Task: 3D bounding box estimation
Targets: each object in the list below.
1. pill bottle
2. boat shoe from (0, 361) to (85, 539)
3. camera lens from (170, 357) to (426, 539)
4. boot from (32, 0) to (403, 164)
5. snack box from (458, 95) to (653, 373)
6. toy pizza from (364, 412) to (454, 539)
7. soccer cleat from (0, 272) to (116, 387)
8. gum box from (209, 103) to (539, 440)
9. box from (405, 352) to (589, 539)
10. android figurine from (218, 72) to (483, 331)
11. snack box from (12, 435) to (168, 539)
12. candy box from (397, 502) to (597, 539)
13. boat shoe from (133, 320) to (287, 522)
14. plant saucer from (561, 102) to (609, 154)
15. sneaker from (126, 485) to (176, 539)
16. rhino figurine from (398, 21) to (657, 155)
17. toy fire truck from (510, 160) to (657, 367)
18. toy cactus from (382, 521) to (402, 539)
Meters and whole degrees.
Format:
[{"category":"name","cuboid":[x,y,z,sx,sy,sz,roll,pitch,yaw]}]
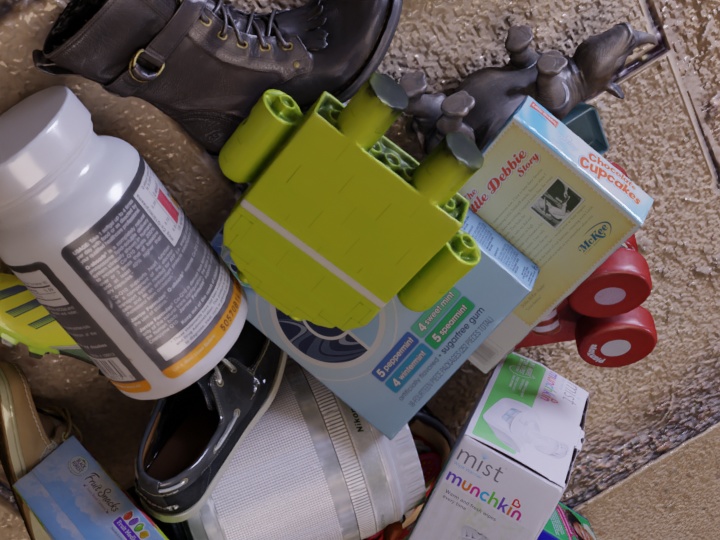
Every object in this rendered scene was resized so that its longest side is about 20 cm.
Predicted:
[{"category":"pill bottle","cuboid":[-0.172,-0.017,0.827,0.116,0.117,0.201,-31,120,6]},{"category":"boat shoe","cuboid":[-0.256,0.143,0.990,0.066,0.074,0.201,-22,137,-21]},{"category":"camera lens","cuboid":[-0.064,0.160,1.012,0.198,0.160,0.161,-19,135,-9]},{"category":"boot","cuboid":[-0.088,-0.157,0.785,0.200,0.070,0.174,-40,133,17]},{"category":"snack box","cuboid":[0.107,-0.020,0.904,0.116,0.037,0.200,39,132,-1]},{"category":"toy pizza","cuboid":[0.001,0.210,1.178,0.198,0.032,0.201,-12,134,-13]},{"category":"soccer cleat","cuboid":[-0.214,0.029,0.919,0.199,0.065,0.084,25,88,-32]},{"category":"gum box","cuboid":[0.000,0.000,0.896,0.200,0.045,0.170,40,118,-1]},{"category":"box","cuboid":[0.114,0.193,1.068,0.096,0.200,0.178,27,113,7]},{"category":"android figurine","cuboid":[-0.012,-0.036,0.819,0.181,0.041,0.200,35,128,-10]},{"category":"snack box","cuboid":[-0.165,0.245,0.951,0.068,0.168,0.201,-38,132,-17]},{"category":"candy box","cuboid":[0.139,0.304,1.290,0.169,0.077,0.200,-40,134,16]},{"category":"boat shoe","cuboid":[-0.109,0.088,0.924,0.071,0.201,0.068,16,151,19]},{"category":"plant saucer","cuboid":[0.102,-0.066,0.974,0.199,0.019,0.070,-30,150,7]},{"category":"sneaker","cuboid":[-0.207,0.258,1.124,0.200,0.076,0.088,-41,162,5]},{"category":"rhino figurine","cuboid":[0.126,-0.135,0.900,0.198,0.060,0.088,-22,151,-5]},{"category":"toy fire truck","cuboid":[0.147,0.004,1.001,0.166,0.113,0.201,-11,145,10]},{"category":"toy cactus","cuboid":[0.018,0.283,1.111,0.103,0.199,0.165,-56,147,-5]}]
